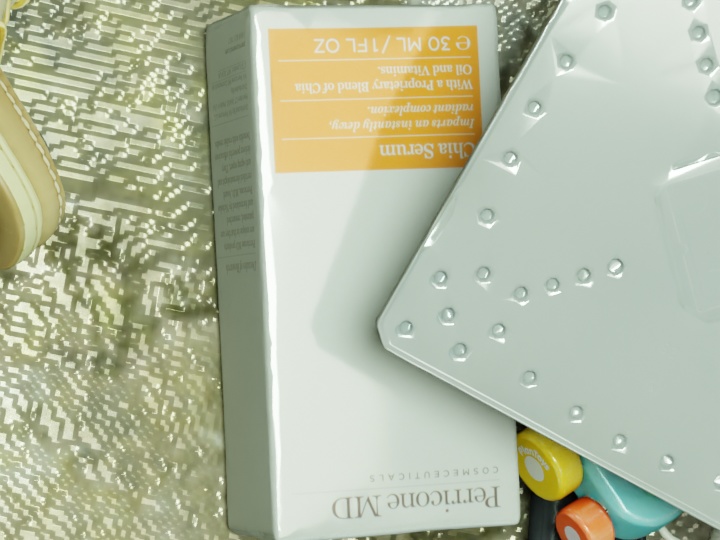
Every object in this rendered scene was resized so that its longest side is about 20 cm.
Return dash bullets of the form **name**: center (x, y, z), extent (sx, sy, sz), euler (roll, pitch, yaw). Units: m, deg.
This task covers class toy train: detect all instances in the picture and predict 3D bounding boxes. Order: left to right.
- **toy train**: center (0.131, 0.021, 1.022), extent (0.150, 0.056, 0.200), euler (11, 66, -15)

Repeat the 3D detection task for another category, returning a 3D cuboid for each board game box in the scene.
- **board game box**: center (0.136, -0.017, 0.938), extent (0.200, 0.026, 0.200), euler (29, 97, -11)

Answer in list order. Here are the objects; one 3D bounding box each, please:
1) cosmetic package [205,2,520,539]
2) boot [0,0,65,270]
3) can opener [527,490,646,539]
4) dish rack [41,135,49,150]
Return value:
- **cosmetic package**: center (0.000, 0.000, 1.003), extent (0.101, 0.071, 0.200), euler (-3, 90, -18)
- **boot**: center (-0.124, -0.104, 0.931), extent (0.155, 0.073, 0.200), euler (-23, 68, -37)
- **can opener**: center (0.090, 0.119, 1.032), extent (0.063, 0.079, 0.200), euler (2, 78, -16)
- **dish rack**: center (-0.220, 0.010, 0.943), extent (0.153, 0.055, 0.200), euler (27, 81, -14)
